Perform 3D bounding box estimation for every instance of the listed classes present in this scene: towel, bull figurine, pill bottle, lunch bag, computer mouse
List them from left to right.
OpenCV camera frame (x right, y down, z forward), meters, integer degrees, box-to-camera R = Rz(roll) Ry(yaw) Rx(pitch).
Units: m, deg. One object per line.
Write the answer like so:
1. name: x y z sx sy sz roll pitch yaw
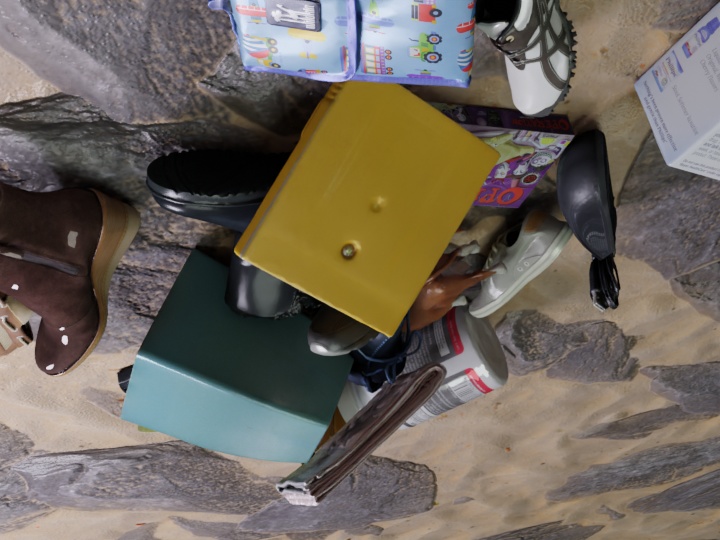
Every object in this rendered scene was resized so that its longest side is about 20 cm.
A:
1. lunch bag: -0.016 -0.216 0.852 0.199 0.094 0.151 -2 150 3
2. towel: -0.003 0.174 1.205 0.191 0.032 0.200 -41 180 -16
3. pill bottle: 0.071 0.128 1.394 0.200 0.111 0.111 -27 147 19
4. bull figurine: 0.072 0.025 1.248 0.121 0.065 0.200 -24 175 -24
5. computer mouse: 0.233 -0.062 1.169 0.052 0.139 0.200 -3 143 16

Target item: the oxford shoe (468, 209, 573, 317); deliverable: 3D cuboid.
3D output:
1. oxford shoe: 0.168 -0.010 1.274 0.058 0.075 0.200 36 146 -1

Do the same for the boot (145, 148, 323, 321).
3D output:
1. boot: -0.109 -0.026 1.066 0.199 0.076 0.169 -5 128 -27

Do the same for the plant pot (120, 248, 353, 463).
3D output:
1. plant pot: -0.120 0.105 1.172 0.199 0.142 0.141 24 141 -3

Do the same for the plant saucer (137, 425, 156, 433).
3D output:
1. plant saucer: -0.163 0.143 1.312 0.199 0.031 0.200 -14 -178 1

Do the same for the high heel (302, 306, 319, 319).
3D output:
1. high heel: -0.029 0.035 1.237 0.142 0.072 0.200 -24 139 26

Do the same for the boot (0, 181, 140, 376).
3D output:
1. boot: -0.301 0.010 1.035 0.166 0.072 0.200 5 118 -53

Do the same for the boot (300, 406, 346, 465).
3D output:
1. boot: -0.041 0.206 1.441 0.071 0.144 0.201 -25 148 18

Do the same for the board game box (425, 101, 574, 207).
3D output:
1. board game box: 0.095 -0.111 1.105 0.199 0.032 0.120 2 150 -25

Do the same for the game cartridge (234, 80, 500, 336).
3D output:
1. game cartridge: 0.009 -0.062 1.016 0.176 0.032 0.200 29 93 -29

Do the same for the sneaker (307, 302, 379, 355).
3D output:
1. sneaker: 0.000 0.000 1.114 0.075 0.200 0.079 5 133 32

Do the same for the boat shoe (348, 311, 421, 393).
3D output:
1. boat shoe: 0.026 0.081 1.211 0.084 0.069 0.200 -43 174 -14

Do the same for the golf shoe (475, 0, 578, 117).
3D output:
1. golf shoe: 0.126 -0.200 0.916 0.094 0.078 0.200 -22 141 -17

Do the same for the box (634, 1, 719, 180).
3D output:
1. box: 0.394 -0.176 1.047 0.183 0.105 0.200 10 142 -34

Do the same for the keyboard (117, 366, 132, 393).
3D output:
1. keyboard: -0.192 0.115 1.334 0.199 0.040 0.104 -21 149 9

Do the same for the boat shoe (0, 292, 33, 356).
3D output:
1. boat shoe: -0.351 0.022 1.096 0.072 0.076 0.200 -12 156 -18
